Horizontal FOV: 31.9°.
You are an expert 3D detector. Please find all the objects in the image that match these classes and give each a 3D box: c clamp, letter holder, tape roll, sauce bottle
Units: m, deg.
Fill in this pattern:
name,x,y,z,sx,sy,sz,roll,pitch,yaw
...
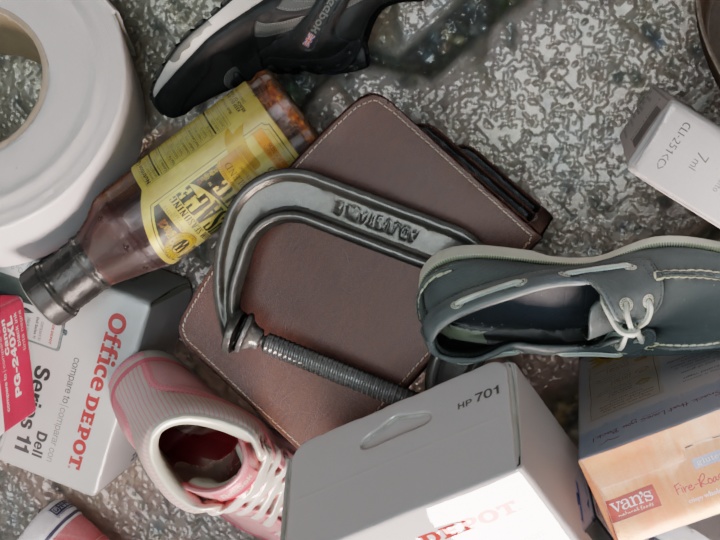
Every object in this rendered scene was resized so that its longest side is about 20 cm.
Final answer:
name,x,y,z,sx,sy,sz,roll,pitch,yaw
c clamp,-0.004,0.039,0.733,0.200,0.027,0.171,27,104,7
letter holder,0.000,0.000,0.792,0.142,0.101,0.200,41,105,4
tape roll,-0.239,-0.106,0.791,0.202,0.071,0.203,0,73,1
sauce bottle,-0.117,-0.040,0.769,0.200,0.066,0.066,-38,91,4

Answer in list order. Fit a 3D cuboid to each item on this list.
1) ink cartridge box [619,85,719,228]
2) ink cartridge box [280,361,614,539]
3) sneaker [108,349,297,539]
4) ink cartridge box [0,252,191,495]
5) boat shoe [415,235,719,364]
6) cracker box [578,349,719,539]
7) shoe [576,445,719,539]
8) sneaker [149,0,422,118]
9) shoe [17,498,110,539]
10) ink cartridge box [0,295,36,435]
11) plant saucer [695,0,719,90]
name,x,y,z,sx,sy,sz,roll,pitch,yaw
ink cartridge box,0.226,-0.034,0.688,0.176,0.200,0.045,34,105,3
ink cartridge box,0.070,0.165,0.699,0.146,0.086,0.200,-26,123,21
sneaker,-0.070,0.133,0.793,0.200,0.105,0.075,40,90,-27
ink cartridge box,-0.234,0.045,0.853,0.200,0.083,0.147,19,104,6
boat shoe,0.128,0.026,0.666,0.200,0.062,0.073,2,122,8
cracker box,0.195,0.072,0.713,0.134,0.200,0.058,-23,98,15
shoe,0.178,0.184,0.801,0.200,0.071,0.091,22,109,8
sneaker,-0.041,-0.146,0.788,0.200,0.076,0.088,-38,97,15
shoe,-0.236,0.267,0.900,0.091,0.071,0.200,37,100,8
ink cartridge box,-0.301,0.074,0.725,0.145,0.200,0.084,1,101,12
plant saucer,0.270,-0.118,0.697,0.200,0.200,0.032,36,149,3
